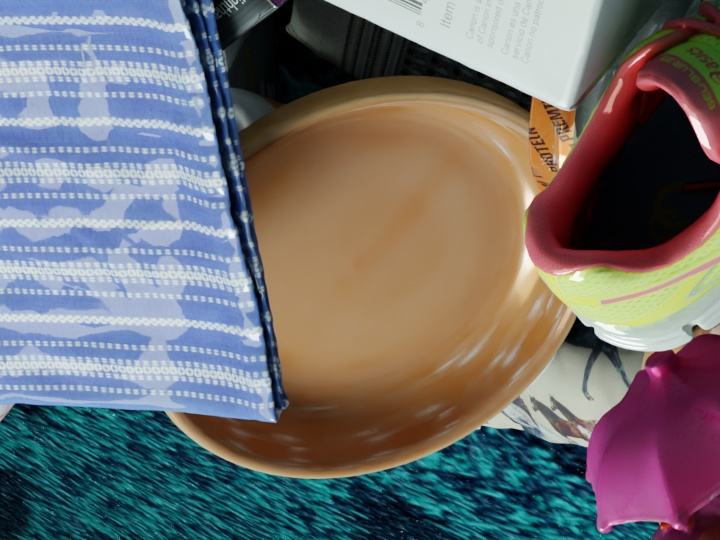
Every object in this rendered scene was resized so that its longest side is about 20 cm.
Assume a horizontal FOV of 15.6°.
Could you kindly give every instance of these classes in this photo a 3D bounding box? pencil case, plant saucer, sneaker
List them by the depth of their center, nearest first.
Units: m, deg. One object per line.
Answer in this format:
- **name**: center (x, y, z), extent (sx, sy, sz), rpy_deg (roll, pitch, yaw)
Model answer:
- **sneaker**: center (0.124, -0.057, 0.779), extent (0.078, 0.200, 0.090), rpy_deg (45, -166, 27)
- **plant saucer**: center (0.000, 0.000, 1.098), extent (0.200, 0.200, 0.038), rpy_deg (45, -168, -39)
- **pencil case**: center (0.098, 0.052, 1.297), extent (0.199, 0.078, 0.090), rpy_deg (10, 138, 47)

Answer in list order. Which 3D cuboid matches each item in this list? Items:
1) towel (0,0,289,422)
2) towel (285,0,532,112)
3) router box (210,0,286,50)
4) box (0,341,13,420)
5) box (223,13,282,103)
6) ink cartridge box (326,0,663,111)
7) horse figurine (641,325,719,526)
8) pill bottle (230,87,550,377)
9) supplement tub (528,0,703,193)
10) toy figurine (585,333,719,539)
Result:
- **towel**: center (-0.109, -0.032, 1.023), extent (0.144, 0.024, 0.201), rpy_deg (2, 117, 26)
- **towel**: center (0.060, -0.089, 1.049), extent (0.192, 0.035, 0.200), rpy_deg (30, 162, 3)
- **router box**: center (-0.109, -0.139, 1.045), extent (0.149, 0.051, 0.200), rpy_deg (49, 149, -7)
- **box**: center (-0.212, -0.036, 1.165), extent (0.199, 0.096, 0.100), rpy_deg (34, 156, 8)
- **box**: center (-0.134, -0.132, 1.215), extent (0.199, 0.049, 0.159), rpy_deg (27, 162, 10)
- **ink cartridge box**: center (0.005, -0.160, 0.776), extent (0.199, 0.083, 0.146), rpy_deg (26, 132, 14)
- **horse figurine**: center (0.150, 0.028, 1.061), extent (0.050, 0.133, 0.200), rpy_deg (27, 162, 13)
- **pill bottle**: center (-0.001, -0.004, 1.203), extent (0.199, 0.113, 0.112), rpy_deg (19, 172, -38)
- **supplement tub**: center (0.164, -0.039, 0.877), extent (0.199, 0.123, 0.123), rpy_deg (20, 160, 28)
- **toy figurine**: center (0.159, 0.103, 0.891), extent (0.183, 0.150, 0.201), rpy_deg (30, 133, 14)
